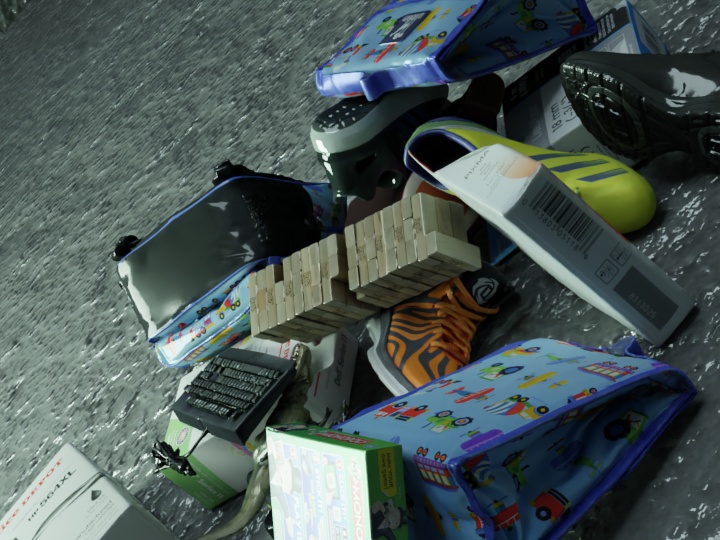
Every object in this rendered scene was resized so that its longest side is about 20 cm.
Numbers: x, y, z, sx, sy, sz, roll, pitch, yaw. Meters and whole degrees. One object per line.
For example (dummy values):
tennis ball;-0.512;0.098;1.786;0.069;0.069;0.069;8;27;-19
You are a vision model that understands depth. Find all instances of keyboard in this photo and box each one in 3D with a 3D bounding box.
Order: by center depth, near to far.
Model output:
keyboard;-0.118;0.114;1.447;0.127;0.021;0.200;-54;16;-12

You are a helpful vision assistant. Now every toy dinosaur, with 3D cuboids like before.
toy dinosaur;-0.054;0.131;1.356;0.088;0.048;0.200;-18;31;39

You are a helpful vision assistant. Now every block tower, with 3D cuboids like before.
block tower;0.000;0.000;1.402;0.199;0.054;0.058;-23;63;39

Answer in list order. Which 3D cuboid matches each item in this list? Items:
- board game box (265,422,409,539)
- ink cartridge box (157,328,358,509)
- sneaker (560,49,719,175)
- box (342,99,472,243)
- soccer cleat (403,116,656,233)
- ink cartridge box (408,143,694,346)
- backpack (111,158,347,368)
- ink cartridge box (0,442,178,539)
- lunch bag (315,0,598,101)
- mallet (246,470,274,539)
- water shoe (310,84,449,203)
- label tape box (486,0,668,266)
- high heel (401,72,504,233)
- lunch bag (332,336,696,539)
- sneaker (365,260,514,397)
board game box;-0.011;0.204;1.161;0.029;0.201;0.134;-7;6;-31
ink cartridge box;-0.070;0.103;1.523;0.200;0.067;0.117;-32;29;30
sneaker;0.240;-0.127;1.345;0.199;0.076;0.091;22;55;33
box;0.044;-0.057;1.575;0.100;0.075;0.201;-37;27;32
soccer cleat;0.124;-0.065;1.376;0.199;0.065;0.084;20;23;24
ink cartridge box;0.132;-0.033;1.295;0.050;0.162;0.200;-50;24;3
backpack;-0.092;-0.005;1.625;0.182;0.135;0.200;-34;-18;32
ink cartridge box;-0.245;0.249;1.560;0.146;0.084;0.200;-50;25;-9
lunch bag;0.067;-0.186;1.476;0.150;0.094;0.200;0;31;48
mallet;-0.052;0.192;1.408;0.041;0.066;0.200;-43;9;-7
water shoe;0.017;-0.109;1.514;0.071;0.079;0.200;-2;16;30
label tape box;0.163;-0.114;1.490;0.200;0.063;0.145;-36;26;21
high heel;0.071;-0.066;1.493;0.201;0.067;0.096;-62;-2;-33
lunch bag;0.108;0.098;1.189;0.200;0.094;0.150;-33;20;-24
sneaker;0.066;0.042;1.388;0.112;0.078;0.200;-42;24;11
